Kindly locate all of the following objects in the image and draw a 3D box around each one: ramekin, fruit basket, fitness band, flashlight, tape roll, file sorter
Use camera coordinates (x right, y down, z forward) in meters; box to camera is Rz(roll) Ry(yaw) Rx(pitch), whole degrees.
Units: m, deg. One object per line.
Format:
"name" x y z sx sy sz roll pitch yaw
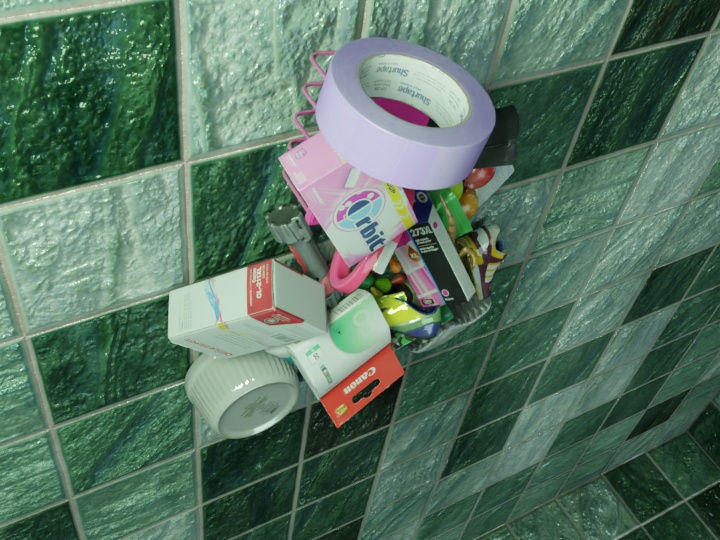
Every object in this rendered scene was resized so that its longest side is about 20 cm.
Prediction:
"ramekin" -0.202 0.210 1.484 0.200 0.105 0.200 -24 145 -18
"fruit basket" 0.168 -0.149 1.395 0.200 0.094 0.185 -50 148 -5
"fitness band" 0.014 -0.058 1.268 0.037 0.144 0.200 28 87 -24
"flashlight" -0.090 -0.020 1.307 0.068 0.068 0.200 -33 133 -5
"tape roll" 0.052 -0.184 0.960 0.200 0.200 0.066 -11 144 -32
"file sorter" -0.014 -0.184 1.130 0.139 0.126 0.200 -10 139 -31

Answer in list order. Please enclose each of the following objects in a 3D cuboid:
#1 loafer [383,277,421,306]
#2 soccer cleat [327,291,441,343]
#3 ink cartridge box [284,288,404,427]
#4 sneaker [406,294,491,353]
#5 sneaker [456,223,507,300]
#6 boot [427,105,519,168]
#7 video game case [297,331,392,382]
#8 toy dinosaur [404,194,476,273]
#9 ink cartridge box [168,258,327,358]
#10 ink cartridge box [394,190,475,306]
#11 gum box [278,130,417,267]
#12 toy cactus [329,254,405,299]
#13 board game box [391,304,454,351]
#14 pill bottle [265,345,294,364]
"loafer" 0.107 0.043 1.572 0.200 0.076 0.068 -33 154 -2
"soccer cleat" 0.043 0.068 1.444 0.200 0.065 0.084 10 111 -2
"ink cartridge box" -0.013 0.154 1.385 0.161 0.050 0.200 -37 118 -15
"sneaker" 0.182 0.104 1.739 0.200 0.075 0.082 -30 162 4
"sneaker" 0.249 -0.014 1.627 0.090 0.075 0.200 -28 148 -1
"boot" 0.151 -0.223 1.242 0.200 0.066 0.165 -8 131 -20
"video game case" -0.024 0.145 1.639 0.200 0.019 0.143 -14 142 -27
"toy dinosaur" 0.138 -0.037 1.357 0.106 0.061 0.200 3 146 -25
"ink cartridge box" -0.173 0.064 1.271 0.200 0.083 0.146 -16 156 26
"ink cartridge box" 0.102 -0.034 1.330 0.037 0.095 0.200 -45 115 -42
"gum box" -0.009 -0.097 1.067 0.113 0.066 0.200 -32 145 0
"toy cactus" 0.000 0.000 1.423 0.165 0.102 0.200 -24 156 2
"board game box" 0.095 0.117 1.581 0.134 0.029 0.200 -28 176 -9
"pill bottle" -0.088 0.117 1.457 0.111 0.111 0.200 -41 145 10
